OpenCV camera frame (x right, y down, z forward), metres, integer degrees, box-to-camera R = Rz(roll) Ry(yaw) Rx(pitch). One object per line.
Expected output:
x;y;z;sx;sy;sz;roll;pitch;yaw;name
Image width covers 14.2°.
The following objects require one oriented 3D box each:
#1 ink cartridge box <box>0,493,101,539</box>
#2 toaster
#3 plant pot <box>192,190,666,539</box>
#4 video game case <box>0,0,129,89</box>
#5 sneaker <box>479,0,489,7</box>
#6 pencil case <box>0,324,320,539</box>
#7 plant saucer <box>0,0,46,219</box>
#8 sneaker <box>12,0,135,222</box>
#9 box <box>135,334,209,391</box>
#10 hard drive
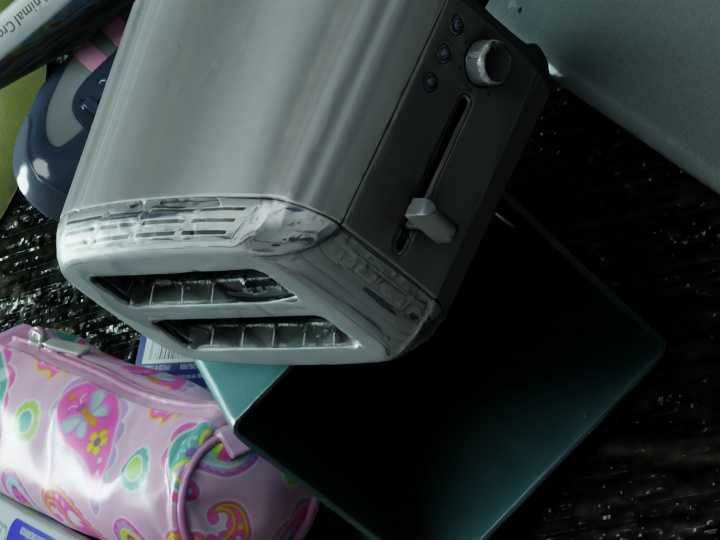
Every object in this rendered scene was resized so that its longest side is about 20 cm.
-0.177;0.212;1.389;0.198;0.043;0.201;14;85;65;ink cartridge box
-0.032;-0.041;1.095;0.200;0.114;0.130;-1;60;44;toaster
0.000;0.000;1.235;0.141;0.141;0.200;-46;38;5;plant pot
-0.114;-0.150;1.428;0.182;0.200;0.022;-35;91;34;video game case
-0.017;-0.103;1.374;0.200;0.066;0.091;-41;43;23;sneaker
-0.104;0.081;1.319;0.200;0.087;0.088;18;87;51;pencil case
-0.253;-0.081;1.654;0.200;0.031;0.201;-23;57;41;plant saucer
-0.095;-0.104;1.382;0.082;0.070;0.200;-48;7;49;sneaker
-0.074;0.112;1.361;0.121;0.032;0.201;-3;70;48;box
0.145;-0.122;1.221;0.200;0.033;0.140;40;104;49;hard drive
